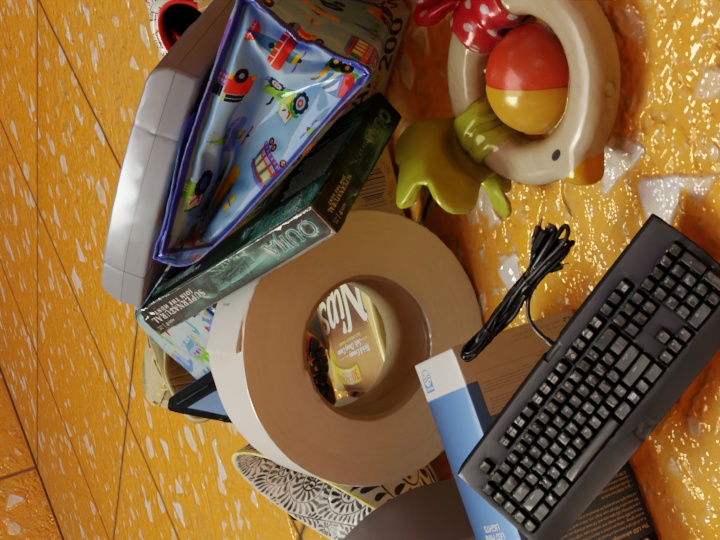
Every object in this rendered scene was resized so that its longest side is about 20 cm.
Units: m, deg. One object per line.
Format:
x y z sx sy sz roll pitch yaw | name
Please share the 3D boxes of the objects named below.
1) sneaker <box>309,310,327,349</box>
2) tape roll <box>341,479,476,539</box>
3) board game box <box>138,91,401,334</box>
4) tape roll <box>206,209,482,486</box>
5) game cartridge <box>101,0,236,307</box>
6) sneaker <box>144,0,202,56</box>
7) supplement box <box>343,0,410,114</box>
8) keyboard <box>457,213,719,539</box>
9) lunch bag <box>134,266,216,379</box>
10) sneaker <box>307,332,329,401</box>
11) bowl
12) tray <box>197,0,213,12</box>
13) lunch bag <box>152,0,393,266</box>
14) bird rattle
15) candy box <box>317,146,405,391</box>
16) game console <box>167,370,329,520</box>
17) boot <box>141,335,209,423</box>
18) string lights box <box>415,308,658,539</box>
-0.058 -0.025 1.066 0.105 0.075 0.202 166 89 -82 | sneaker
0.056 0.254 0.821 0.066 0.199 0.202 40 138 51 | tape roll
-0.067 -0.038 0.808 0.199 0.136 0.028 -28 115 41 | board game box
-0.009 0.056 0.845 0.071 0.201 0.204 -2 102 64 | tape roll
-0.132 -0.077 0.789 0.134 0.041 0.201 -75 5 -52 | game cartridge
-0.130 -0.181 1.012 0.202 0.067 0.108 60 -174 -37 | sneaker
-0.048 -0.222 0.918 0.201 0.073 0.126 60 151 27 | supplement box
0.120 0.052 0.662 0.127 0.021 0.201 42 111 22 | keyboard
-0.153 0.056 1.207 0.161 0.083 0.200 41 153 -7 | lunch bag
-0.068 0.118 1.053 0.078 0.075 0.201 41 143 39 | sneaker
-0.003 0.171 0.976 0.200 0.095 0.201 25 156 12 | bowl
-0.039 -0.259 0.812 0.199 0.037 0.100 -12 77 39 | tray
-0.069 -0.093 0.760 0.201 0.094 0.151 -58 7 25 | lunch bag
0.096 -0.128 0.704 0.162 0.112 0.202 19 108 46 | bird rattle
0.000 0.000 0.960 0.115 0.055 0.202 -11 93 65 | candy box
-0.105 0.187 1.195 0.200 0.169 0.119 -34 47 59 | game console
-0.240 0.144 1.486 0.201 0.072 0.156 60 150 31 | boot
0.121 0.138 0.741 0.059 0.102 0.201 -35 72 61 | string lights box
